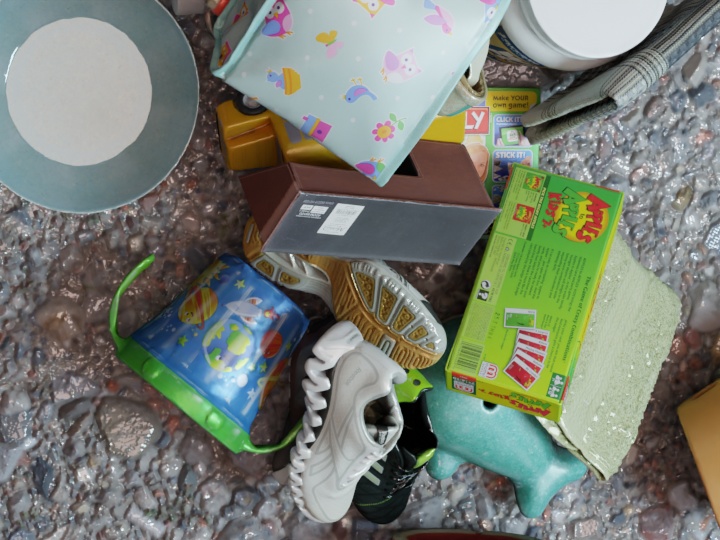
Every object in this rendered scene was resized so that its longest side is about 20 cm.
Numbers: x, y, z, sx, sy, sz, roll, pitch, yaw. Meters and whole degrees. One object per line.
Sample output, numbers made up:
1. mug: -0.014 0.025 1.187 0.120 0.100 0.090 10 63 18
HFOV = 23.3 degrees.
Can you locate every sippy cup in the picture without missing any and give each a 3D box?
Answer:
1. sippy cup: -0.117 0.063 1.484 0.131 0.139 0.178 -52 127 -7

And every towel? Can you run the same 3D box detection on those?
1. towel: 0.233 -0.184 1.474 0.192 0.200 0.035 -41 96 -17
2. towel: 0.214 0.069 1.551 0.148 0.036 0.201 42 60 -28

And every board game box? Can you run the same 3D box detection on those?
1. board game box: 0.149 0.017 1.487 0.101 0.048 0.202 16 69 10
2. board game box: 0.060 -0.096 1.548 0.198 0.029 0.136 -1 99 -12

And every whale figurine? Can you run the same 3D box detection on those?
1. whale figurine: 0.124 0.134 1.555 0.159 0.104 0.201 -40 103 -4

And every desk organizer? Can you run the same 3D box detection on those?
1. desk organizer: 0.007 -0.061 1.419 0.198 0.077 0.072 3 139 -35

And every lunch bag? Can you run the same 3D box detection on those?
1. lunch bag: 0.006 -0.198 1.313 0.169 0.122 0.201 31 109 -17

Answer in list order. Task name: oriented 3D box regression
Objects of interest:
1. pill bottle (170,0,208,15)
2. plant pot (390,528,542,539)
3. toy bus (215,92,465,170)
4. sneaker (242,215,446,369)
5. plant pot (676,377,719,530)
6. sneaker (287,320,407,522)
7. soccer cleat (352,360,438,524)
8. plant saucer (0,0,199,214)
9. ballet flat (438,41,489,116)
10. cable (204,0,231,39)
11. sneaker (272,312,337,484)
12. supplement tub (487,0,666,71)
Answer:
1. pill bottle: -0.061 -0.266 1.455 0.198 0.111 0.112 -9 100 -11
2. plant pot: 0.092 0.325 1.543 0.198 0.200 0.180 2 89 -12
3. toy bus: -0.017 -0.123 1.463 0.198 0.065 0.079 -17 60 -10
4. sneaker: 0.000 0.000 1.473 0.199 0.088 0.076 37 124 10
5. plant pot: 0.373 0.166 1.580 0.139 0.200 0.202 -21 102 9
6. sneaker: -0.009 0.140 1.453 0.081 0.075 0.202 26 131 23
7. soccer cleat: 0.029 0.158 1.518 0.067 0.081 0.201 -29 137 -29
8. plant saucer: -0.236 -0.150 1.473 0.199 0.039 0.203 -2 99 -12
9. ballet flat: 0.078 -0.226 1.410 0.067 0.062 0.202 -2 88 -45
10. cable: -0.048 -0.179 1.391 0.200 0.050 0.097 44 105 -11
11. sneaker: -0.034 0.092 1.547 0.082 0.077 0.201 32 98 17
12. supplement tub: 0.161 -0.241 1.458 0.143 0.200 0.146 -2 99 -14
